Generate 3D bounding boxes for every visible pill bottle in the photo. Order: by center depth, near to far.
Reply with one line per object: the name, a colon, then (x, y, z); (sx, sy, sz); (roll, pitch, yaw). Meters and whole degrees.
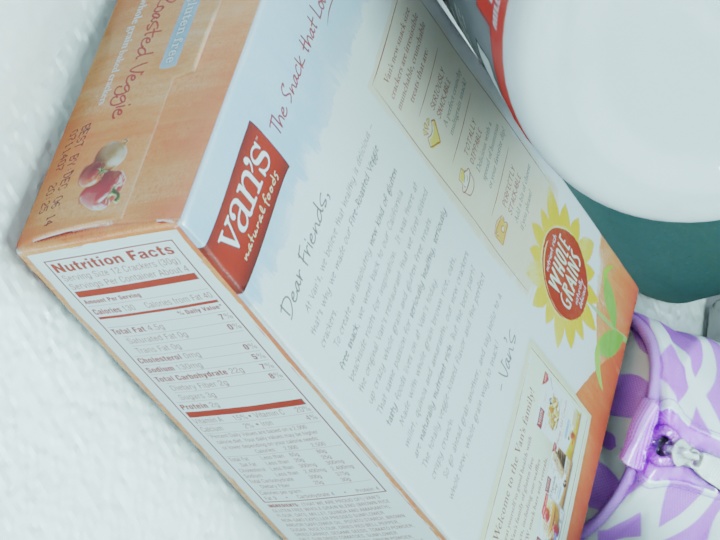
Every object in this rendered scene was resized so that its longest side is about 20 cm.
pill bottle: (0.069, -0.109, 0.752); (0.116, 0.116, 0.200); (55, 5, -34)

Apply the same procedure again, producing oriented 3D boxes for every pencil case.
pencil case: (0.148, 0.074, 0.863); (0.200, 0.085, 0.084); (18, 77, -22)

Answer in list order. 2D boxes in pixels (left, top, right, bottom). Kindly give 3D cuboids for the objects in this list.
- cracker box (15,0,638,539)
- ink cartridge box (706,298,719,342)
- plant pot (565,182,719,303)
cracker box: (0.000, 0.000, 0.748); (0.200, 0.058, 0.134); (52, 43, -39)
ink cartridge box: (0.223, 0.073, 1.015); (0.200, 0.116, 0.067); (36, 54, -47)
plant pot: (0.170, -0.096, 0.930); (0.200, 0.161, 0.201); (16, 71, -55)
